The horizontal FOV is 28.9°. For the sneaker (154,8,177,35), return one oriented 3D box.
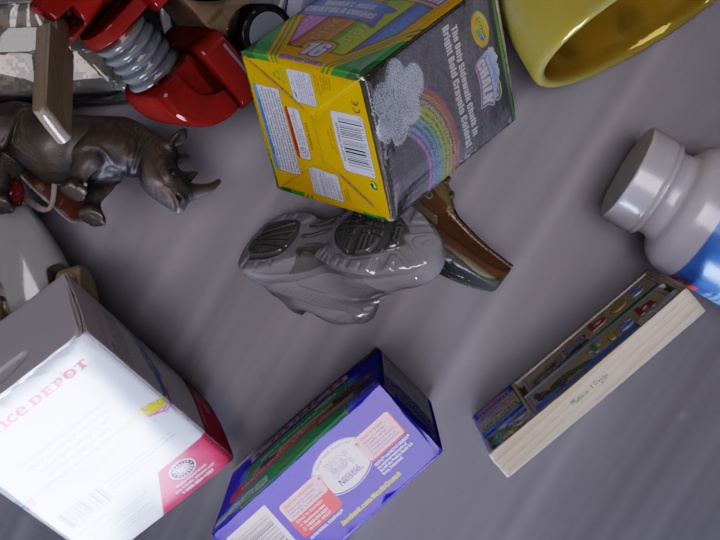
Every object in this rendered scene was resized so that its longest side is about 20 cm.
[{"bbox_3d":[-0.121,-0.255,1.121,0.090,0.070,0.201,-6,94,3],"label":"sneaker"}]

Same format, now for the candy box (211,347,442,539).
[{"bbox_3d":[-0.024,0.150,1.095,0.169,0.200,0.077,-42,92,3],"label":"candy box"}]

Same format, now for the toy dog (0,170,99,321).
[{"bbox_3d":[-0.269,-0.024,1.148,0.131,0.096,0.201,5,81,3],"label":"toy dog"}]

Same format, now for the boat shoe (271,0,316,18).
[{"bbox_3d":[-0.047,-0.217,1.112,0.086,0.074,0.203,38,126,37],"label":"boat shoe"}]

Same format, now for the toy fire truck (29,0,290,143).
[{"bbox_3d":[-0.162,-0.158,1.002,0.200,0.128,0.176,-51,123,-17],"label":"toy fire truck"}]

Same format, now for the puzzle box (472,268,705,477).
[{"bbox_3d":[0.178,0.078,1.121,0.200,0.133,0.025,-41,95,3],"label":"puzzle box"}]

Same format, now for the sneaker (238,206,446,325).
[{"bbox_3d":[0.000,0.000,1.110,0.099,0.199,0.078,50,58,-32],"label":"sneaker"}]

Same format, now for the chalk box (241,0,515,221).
[{"bbox_3d":[0.030,-0.149,1.051,0.200,0.123,0.125,-40,131,-34],"label":"chalk box"}]

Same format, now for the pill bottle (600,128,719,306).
[{"bbox_3d":[0.299,-0.029,1.120,0.199,0.112,0.113,30,95,-2],"label":"pill bottle"}]

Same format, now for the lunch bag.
[{"bbox_3d":[-0.259,-0.232,1.103,0.163,0.118,0.201,-2,90,-1],"label":"lunch bag"}]

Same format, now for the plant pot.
[{"bbox_3d":[0.175,-0.273,1.065,0.200,0.201,0.189,-30,81,3],"label":"plant pot"}]

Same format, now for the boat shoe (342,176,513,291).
[{"bbox_3d":[0.042,-0.060,1.138,0.200,0.076,0.074,35,81,-4],"label":"boat shoe"}]

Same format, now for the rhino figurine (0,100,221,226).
[{"bbox_3d":[-0.206,-0.084,1.074,0.199,0.060,0.088,8,58,2],"label":"rhino figurine"}]

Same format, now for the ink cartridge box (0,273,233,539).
[{"bbox_3d":[-0.219,0.120,1.103,0.147,0.086,0.200,-36,130,4],"label":"ink cartridge box"}]
